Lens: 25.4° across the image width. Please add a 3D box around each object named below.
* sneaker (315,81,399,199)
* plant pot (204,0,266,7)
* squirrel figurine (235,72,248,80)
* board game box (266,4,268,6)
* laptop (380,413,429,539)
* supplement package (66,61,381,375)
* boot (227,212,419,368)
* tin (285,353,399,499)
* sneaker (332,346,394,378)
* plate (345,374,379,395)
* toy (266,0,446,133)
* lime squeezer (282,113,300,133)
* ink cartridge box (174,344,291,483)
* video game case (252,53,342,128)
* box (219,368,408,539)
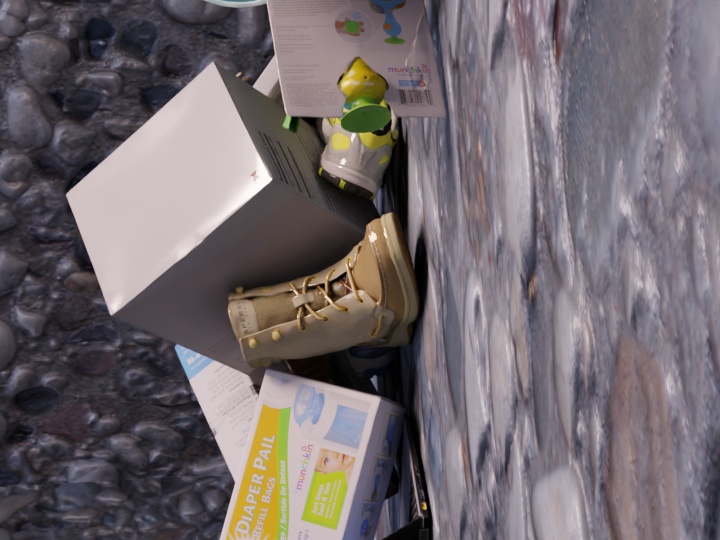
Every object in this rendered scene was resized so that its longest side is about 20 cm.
[{"bbox_3d":[0.007,-0.133,1.427,0.077,0.075,0.200,-61,16,22],"label":"sneaker"},{"bbox_3d":[-0.082,-0.360,1.471,0.188,0.199,0.201,-43,-44,-61],"label":"plant pot"},{"bbox_3d":[-0.089,-0.146,1.770,0.142,0.185,0.201,94,172,-52],"label":"squirrel figurine"},{"bbox_3d":[-0.070,-0.317,1.678,0.153,0.040,0.200,51,-161,-18],"label":"board game box"},{"bbox_3d":[-0.003,0.260,1.366,0.201,0.115,0.188,-99,8,-53],"label":"laptop"},{"bbox_3d":[-0.113,-0.040,1.414,0.200,0.191,0.148,30,-153,-52],"label":"supplement package"},{"bbox_3d":[-0.033,0.022,1.323,0.200,0.154,0.073,94,166,-69],"label":"boot"},{"bbox_3d":[-0.021,0.131,1.529,0.201,0.042,0.112,61,179,0],"label":"tin"},{"bbox_3d":[0.000,0.000,1.539,0.085,0.077,0.201,104,155,-51],"label":"sneaker"},{"bbox_3d":[-0.033,0.084,1.673,0.201,0.032,0.200,61,172,5],"label":"plate"},{"bbox_3d":[-0.015,-0.183,1.127,0.047,0.114,0.201,115,149,-55],"label":"toy"},{"bbox_3d":[-0.023,-0.202,1.200,0.201,0.038,0.071,-61,16,0],"label":"lime squeezer"},{"bbox_3d":[-0.088,0.145,1.544,0.116,0.067,0.201,13,-135,-58],"label":"ink cartridge box"},{"bbox_3d":[-0.046,-0.179,1.541,0.201,0.023,0.183,-59,-18,-28],"label":"video game case"},{"bbox_3d":[-0.045,0.199,1.390,0.101,0.112,0.201,33,-109,-71],"label":"box"}]
